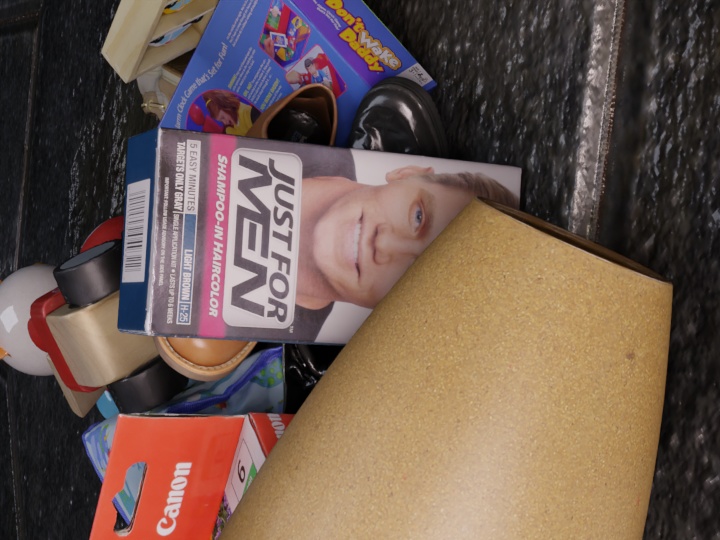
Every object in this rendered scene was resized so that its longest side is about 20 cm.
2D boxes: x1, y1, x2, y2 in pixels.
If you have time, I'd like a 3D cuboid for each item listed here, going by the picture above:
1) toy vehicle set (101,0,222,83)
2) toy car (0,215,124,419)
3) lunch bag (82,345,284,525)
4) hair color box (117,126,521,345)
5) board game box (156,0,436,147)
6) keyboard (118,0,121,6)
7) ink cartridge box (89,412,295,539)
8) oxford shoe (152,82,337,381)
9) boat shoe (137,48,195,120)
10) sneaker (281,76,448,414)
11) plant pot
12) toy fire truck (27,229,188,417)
[{"bbox_3d":[-0.066,-0.202,0.870,0.027,0.200,0.124,48,143,7],"label":"toy vehicle set"},{"bbox_3d":[-0.253,0.028,1.213,0.185,0.198,0.178,125,141,-47],"label":"toy car"},{"bbox_3d":[-0.067,0.160,0.885,0.201,0.127,0.170,64,154,-3],"label":"lunch bag"},{"bbox_3d":[-0.018,-0.012,0.708,0.060,0.198,0.101,179,94,-65],"label":"hair color box"},{"bbox_3d":[-0.050,-0.102,0.894,0.135,0.045,0.200,49,142,8],"label":"board game box"},{"bbox_3d":[-0.078,-0.237,0.860,0.040,0.200,0.104,47,165,8],"label":"keyboard"},{"bbox_3d":[-0.034,0.132,0.721,0.050,0.198,0.110,-123,44,-53],"label":"ink cartridge box"},{"bbox_3d":[-0.061,-0.030,0.767,0.071,0.071,0.201,-50,16,51],"label":"oxford shoe"},{"bbox_3d":[-0.137,-0.143,1.154,0.200,0.073,0.070,-147,52,-63],"label":"boat shoe"},{"bbox_3d":[-0.003,-0.001,0.782,0.104,0.060,0.201,-41,-36,-57],"label":"sneaker"},{"bbox_3d":[0.053,0.078,0.603,0.201,0.185,0.186,-67,28,7],"label":"plant pot"},{"bbox_3d":[-0.137,0.024,0.905,0.199,0.176,0.129,-3,116,54],"label":"toy fire truck"}]
